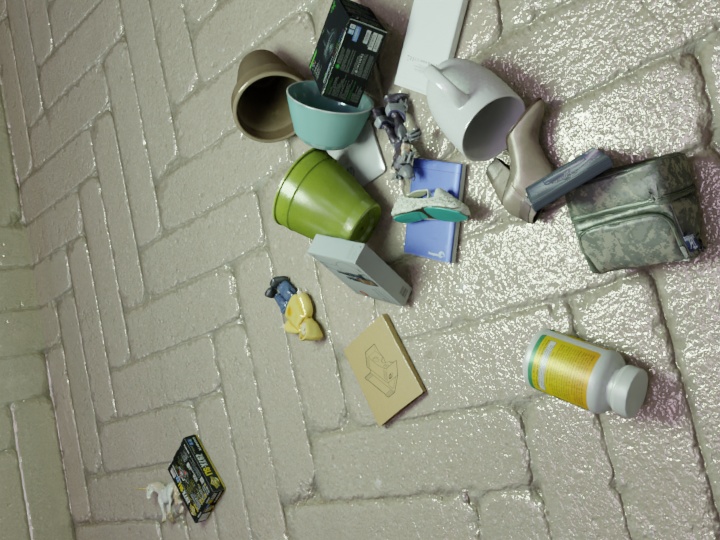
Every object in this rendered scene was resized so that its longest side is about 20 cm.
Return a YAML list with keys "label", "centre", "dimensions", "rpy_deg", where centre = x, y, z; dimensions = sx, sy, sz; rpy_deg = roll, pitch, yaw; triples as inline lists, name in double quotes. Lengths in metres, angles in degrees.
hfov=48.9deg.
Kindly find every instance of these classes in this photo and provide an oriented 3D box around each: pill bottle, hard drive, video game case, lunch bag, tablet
- label: "pill bottle"
  centre: [0.395, 0.183, 1.394]
  dimensions: [0.198, 0.111, 0.115]
  rpy_deg: [18, 106, 42]
- label: "hard drive"
  centre: [0.145, -0.474, 1.650]
  dimensions: [0.131, 0.026, 0.204]
  rpy_deg: [29, 114, 40]
- label: "video game case"
  centre: [0.346, -0.156, 1.334]
  dimensions: [0.141, 0.200, 0.019]
  rpy_deg: [-31, 95, 15]
- label: "lunch bag"
  centre: [0.453, -0.088, 1.304]
  dimensions: [0.198, 0.138, 0.171]
  rpy_deg: [-13, 96, 43]
- label: "tablet"
  centre: [-0.026, -0.247, 1.848]
  dimensions: [0.199, 0.013, 0.133]
  rpy_deg: [-30, 73, 43]
- label: "hard drive"
  centre: [0.155, -0.128, 1.668]
  dimensions: [0.130, 0.025, 0.205]
  rpy_deg: [15, 103, 43]

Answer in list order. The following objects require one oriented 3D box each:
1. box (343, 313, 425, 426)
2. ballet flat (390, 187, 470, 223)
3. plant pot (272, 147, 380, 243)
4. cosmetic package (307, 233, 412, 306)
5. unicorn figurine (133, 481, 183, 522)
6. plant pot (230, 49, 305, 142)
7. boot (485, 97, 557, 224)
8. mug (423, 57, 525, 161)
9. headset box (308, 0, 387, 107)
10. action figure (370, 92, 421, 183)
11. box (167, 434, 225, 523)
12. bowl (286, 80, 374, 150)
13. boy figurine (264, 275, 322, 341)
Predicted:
- label: "box"
  centre: [0.052, 0.226, 1.802]
  dimensions: [0.163, 0.021, 0.203]
  rpy_deg: [-45, 62, 38]
- label: "ballet flat"
  centre: [0.142, -0.137, 1.620]
  dimensions: [0.197, 0.071, 0.074]
  rpy_deg: [1, 94, 44]
- label: "plant pot"
  centre: [-0.063, -0.139, 1.779]
  dimensions: [0.191, 0.199, 0.203]
  rpy_deg: [35, 118, 18]
- label: "cosmetic package"
  centre: [0.000, 0.000, 1.717]
  dimensions: [0.149, 0.200, 0.052]
  rpy_deg: [16, 72, 44]
- label: "unicorn figurine"
  centre: [-0.610, 0.711, 2.475]
  dimensions: [0.198, 0.073, 0.140]
  rpy_deg: [-32, 61, 26]
- label: "plant pot"
  centre: [-0.231, -0.443, 1.933]
  dimensions: [0.202, 0.197, 0.176]
  rpy_deg: [-56, 40, 32]
- label: "boot"
  centre: [0.325, -0.195, 1.473]
  dimensions: [0.146, 0.070, 0.202]
  rpy_deg: [47, 125, 24]
- label: "mug"
  centre: [0.192, -0.326, 1.498]
  dimensions: [0.148, 0.198, 0.176]
  rpy_deg: [-48, 53, 18]
- label: "headset box"
  centre: [-0.032, -0.484, 1.735]
  dimensions: [0.201, 0.091, 0.176]
  rpy_deg: [-109, 38, -55]
- label: "action figure"
  centre: [0.086, -0.276, 1.684]
  dimensions: [0.130, 0.068, 0.204]
  rpy_deg: [-49, 50, 53]
- label: "box"
  centre: [-0.491, 0.618, 2.356]
  dimensions: [0.201, 0.049, 0.161]
  rpy_deg: [51, 128, 29]
- label: "bowl"
  centre: [-0.073, -0.340, 1.772]
  dimensions: [0.200, 0.198, 0.107]
  rpy_deg: [36, 129, 37]
- label: "boy figurine"
  centre: [-0.165, 0.109, 1.981]
  dimensions: [0.201, 0.064, 0.125]
  rpy_deg: [52, 124, 32]
